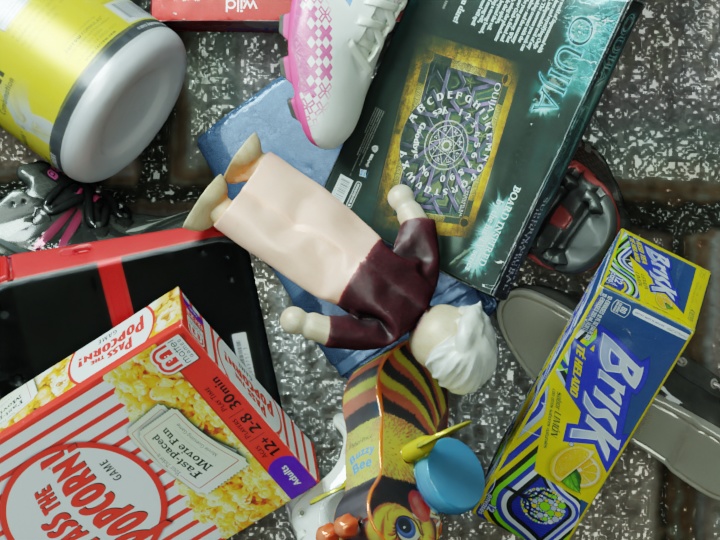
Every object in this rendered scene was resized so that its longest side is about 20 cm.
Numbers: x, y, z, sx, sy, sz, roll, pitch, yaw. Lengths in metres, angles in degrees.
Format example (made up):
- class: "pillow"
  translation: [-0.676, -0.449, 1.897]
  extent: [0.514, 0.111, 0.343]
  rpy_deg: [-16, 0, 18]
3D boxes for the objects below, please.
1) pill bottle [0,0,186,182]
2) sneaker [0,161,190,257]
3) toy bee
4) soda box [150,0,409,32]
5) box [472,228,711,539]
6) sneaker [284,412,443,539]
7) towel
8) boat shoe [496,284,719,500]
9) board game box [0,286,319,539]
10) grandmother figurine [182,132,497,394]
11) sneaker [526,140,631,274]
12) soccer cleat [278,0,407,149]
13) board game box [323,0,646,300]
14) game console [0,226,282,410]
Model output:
- class: "pill bottle"
  translation: [-0.215, -0.151, 1.669]
  extent: [0.200, 0.112, 0.112]
  rpy_deg: [35, 92, 17]
- class: "sneaker"
  translation: [-0.184, -0.028, 1.687]
  extent: [0.200, 0.077, 0.084]
  rpy_deg: [-1, 88, 0]
- class: "toy bee"
  translation: [0.022, 0.131, 1.595]
  extent: [0.131, 0.109, 0.200]
  rpy_deg: [-52, 48, 30]
- class: "soda box"
  translation: [-0.031, -0.186, 1.692]
  extent: [0.200, 0.063, 0.070]
  rpy_deg: [1, 89, 3]
- class: "box"
  translation: [0.140, 0.076, 1.631]
  extent: [0.064, 0.070, 0.200]
  rpy_deg: [26, 126, 0]
- class: "sneaker"
  translation: [-0.010, 0.185, 1.694]
  extent: [0.099, 0.075, 0.200]
  rpy_deg: [18, 83, 9]
- class: "towel"
  translation: [-0.010, -0.030, 1.699]
  extent: [0.112, 0.049, 0.200]
  rpy_deg: [-32, 89, 3]
- class: "boat shoe"
  translation: [0.176, 0.071, 1.693]
  extent: [0.200, 0.057, 0.067]
  rpy_deg: [37, 127, 6]
- class: "board game box"
  translation: [-0.150, 0.121, 1.656]
  extent: [0.200, 0.046, 0.152]
  rpy_deg: [-32, 121, 13]
- class: "grandmother figurine"
  translation: [0.000, 0.000, 1.593]
  extent: [0.200, 0.061, 0.121]
  rpy_deg: [38, 76, 3]
- class: "sneaker"
  translation: [0.095, -0.071, 1.683]
  extent: [0.200, 0.098, 0.071]
  rpy_deg: [43, 106, 22]
- class: "soccer cleat"
  translation: [0.001, -0.174, 1.618]
  extent: [0.086, 0.070, 0.200]
  rpy_deg: [0, 86, 21]
- class: "board game box"
  translation: [0.072, -0.100, 1.624]
  extent: [0.135, 0.028, 0.200]
  rpy_deg: [29, 100, 23]
- class: "game console"
  translation: [-0.143, 0.067, 1.669]
  extent: [0.177, 0.031, 0.200]
  rpy_deg: [-11, 124, -1]
